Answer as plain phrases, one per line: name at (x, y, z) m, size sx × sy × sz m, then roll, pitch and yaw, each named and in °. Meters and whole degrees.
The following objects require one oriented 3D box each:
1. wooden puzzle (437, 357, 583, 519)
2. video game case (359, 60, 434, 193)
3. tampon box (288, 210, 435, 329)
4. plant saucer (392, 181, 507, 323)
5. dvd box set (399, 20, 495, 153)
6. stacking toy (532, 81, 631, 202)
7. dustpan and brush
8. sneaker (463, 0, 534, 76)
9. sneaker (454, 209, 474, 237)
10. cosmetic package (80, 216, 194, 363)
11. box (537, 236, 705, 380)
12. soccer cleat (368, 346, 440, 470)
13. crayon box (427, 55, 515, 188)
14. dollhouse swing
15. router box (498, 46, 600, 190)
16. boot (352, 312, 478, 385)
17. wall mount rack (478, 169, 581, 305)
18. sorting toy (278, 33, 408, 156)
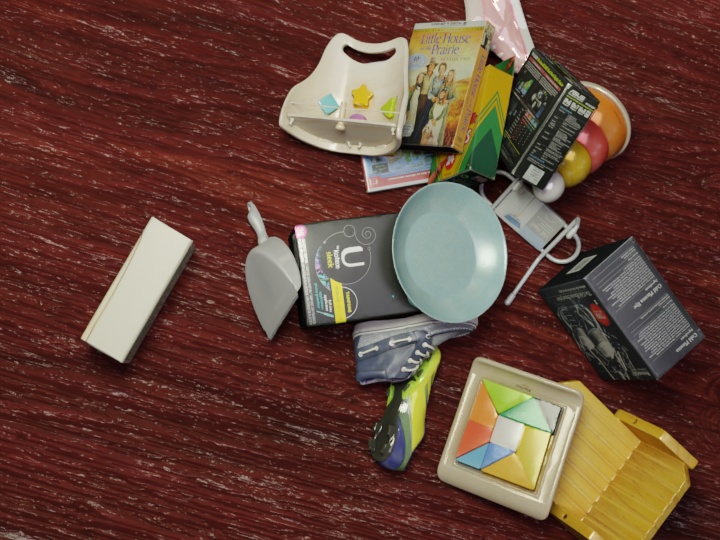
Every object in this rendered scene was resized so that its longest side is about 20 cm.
wooden puzzle at (0.227, 0.254, 1.471) m, size 0.182 × 0.037 × 0.204 m, roll 17°, pitch 84°, yaw 21°
video game case at (0.060, -0.235, 1.534) m, size 0.140 × 0.017 × 0.204 m, roll -10°, pitch 87°, yaw -9°
tampon box at (0.000, 0.000, 1.450) m, size 0.196 × 0.126 × 0.153 m, roll -8°, pitch 87°, yaw -9°
plant saucer at (0.124, -0.024, 1.398) m, size 0.197 × 0.039 × 0.206 m, roll 4°, pitch 82°, yaw -26°
dvd box set at (0.118, -0.282, 1.474) m, size 0.029 × 0.145 × 0.204 m, roll 23°, pitch 81°, yaw -47°
stacking toy at (0.315, -0.180, 1.475) m, size 0.146 × 0.146 × 0.201 m, roll 41°, pitch 58°, yaw -3°
dustpan and brush at (-0.141, -0.017, 1.449) m, size 0.057 × 0.140 × 0.202 m, roll -18°, pitch 67°, yaw -35°
sneaker at (0.223, -0.365, 1.546) m, size 0.103 × 0.075 × 0.204 m, roll -18°, pitch 96°, yaw 6°
sneaker at (0.142, -0.009, 1.504) m, size 0.076 × 0.088 × 0.204 m, roll 10°, pitch 104°, yaw -27°
cosmetic package at (-0.323, 0.031, 1.413) m, size 0.072 × 0.104 × 0.203 m, roll 29°, pitch 81°, yaw -4°
box at (0.391, 0.064, 1.465) m, size 0.104 × 0.200 × 0.183 m, roll -38°, pitch 90°, yaw -11°
soccer cleat at (0.078, 0.212, 1.487) m, size 0.083 × 0.064 × 0.203 m, roll 36°, pitch 72°, yaw -38°
crayon box at (0.171, -0.229, 1.484) m, size 0.050 × 0.126 × 0.204 m, roll 18°, pitch 75°, yaw -23°
dollhouse swing at (0.362, 0.293, 1.466) m, size 0.201 × 0.181 × 0.176 m, roll -48°, pitch 113°, yaw -9°
router box at (0.265, -0.230, 1.437) m, size 0.061 × 0.201 × 0.151 m, roll 24°, pitch 113°, yaw -17°
boot at (0.084, 0.119, 1.454) m, size 0.196 × 0.073 × 0.092 m, roll -10°, pitch 68°, yaw 18°
wall mount rack at (0.246, -0.054, 1.523) m, size 0.199 × 0.075 × 0.174 m, roll 40°, pitch 118°, yaw -2°
sorting toy at (-0.001, -0.278, 1.473) m, size 0.196 × 0.107 × 0.184 m, roll 9°, pitch 77°, yaw 20°
